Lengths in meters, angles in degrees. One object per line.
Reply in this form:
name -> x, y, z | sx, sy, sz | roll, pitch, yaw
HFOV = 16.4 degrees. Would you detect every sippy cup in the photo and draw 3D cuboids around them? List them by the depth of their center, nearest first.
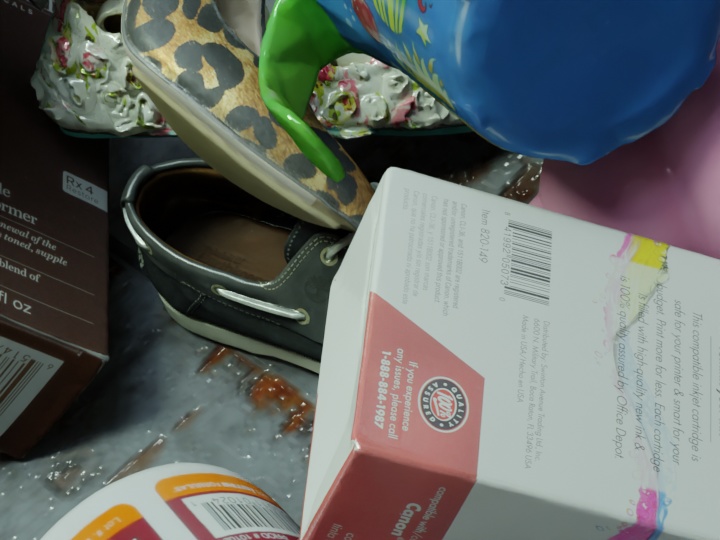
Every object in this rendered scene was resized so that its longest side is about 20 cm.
sippy cup -> 0.054, -0.105, 0.828 | 0.139, 0.179, 0.130 | 11, 25, -24

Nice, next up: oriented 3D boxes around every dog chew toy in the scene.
dog chew toy -> 0.153, -0.042, 0.859 | 0.199, 0.125, 0.125 | -21, 44, 7

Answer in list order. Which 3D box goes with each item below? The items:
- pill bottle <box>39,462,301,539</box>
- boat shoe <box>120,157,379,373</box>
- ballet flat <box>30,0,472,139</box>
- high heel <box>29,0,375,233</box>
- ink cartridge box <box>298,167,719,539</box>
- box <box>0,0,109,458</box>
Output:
pill bottle -> -0.023, 0.156, 0.764 | 0.113, 0.113, 0.200 | -37, 45, -11
boat shoe -> 0.000, 0.000, 0.931 | 0.199, 0.068, 0.072 | 11, 54, 28
ballet flat -> -0.031, -0.086, 0.981 | 0.199, 0.064, 0.076 | -2, 30, -5
high heel -> -0.029, -0.113, 0.920 | 0.143, 0.071, 0.200 | -45, 66, -8
ink cartridge box -> 0.088, 0.053, 0.804 | 0.199, 0.068, 0.117 | 16, 49, -9
box -> -0.157, -0.034, 0.997 | 0.075, 0.100, 0.201 | -47, 34, 33
